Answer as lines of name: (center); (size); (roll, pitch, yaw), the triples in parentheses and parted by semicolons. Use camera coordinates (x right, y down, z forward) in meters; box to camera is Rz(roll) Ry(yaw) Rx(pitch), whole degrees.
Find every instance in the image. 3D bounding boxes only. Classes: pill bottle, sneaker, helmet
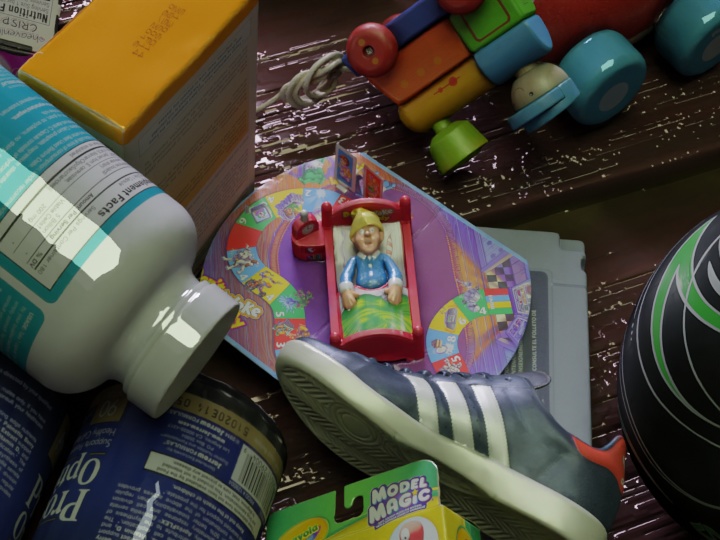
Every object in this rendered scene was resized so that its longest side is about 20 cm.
pill bottle: (-0.217, 0.091, 0.768); (0.111, 0.112, 0.201); (16, 57, 7)
pill bottle: (-0.157, -0.016, 0.714); (0.199, 0.111, 0.111); (38, 61, 4)
sneaker: (0.052, 0.078, 0.786); (0.199, 0.075, 0.085); (30, 62, 5)
helmet: (0.232, 0.057, 0.779); (0.199, 0.202, 0.191); (-25, 39, -18)
pill bottle: (-0.116, 0.158, 0.738); (0.111, 0.112, 0.201); (15, 56, 7)

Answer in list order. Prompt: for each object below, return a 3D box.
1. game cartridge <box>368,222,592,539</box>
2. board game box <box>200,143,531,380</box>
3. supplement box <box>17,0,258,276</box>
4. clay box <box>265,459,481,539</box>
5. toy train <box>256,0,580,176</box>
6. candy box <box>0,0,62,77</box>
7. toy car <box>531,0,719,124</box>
game cartridge: (0.069, 0.063, 0.858); (0.131, 0.041, 0.202); (7, 56, -3)
board game box: (0.000, 0.000, 0.852); (0.199, 0.039, 0.158); (35, 64, 24)
supplement box: (-0.121, -0.071, 0.837); (0.073, 0.201, 0.126); (28, 57, 14)
clay box: (0.010, 0.204, 0.720); (0.114, 0.048, 0.202); (-22, 53, 26)
toy train: (0.037, -0.111, 0.949); (0.116, 0.199, 0.085); (57, 23, -2)
candy box: (-0.221, -0.207, 0.920); (0.060, 0.136, 0.202); (12, 73, -21)
toy car: (0.161, -0.241, 0.962); (0.176, 0.201, 0.185); (-26, 61, -23)
